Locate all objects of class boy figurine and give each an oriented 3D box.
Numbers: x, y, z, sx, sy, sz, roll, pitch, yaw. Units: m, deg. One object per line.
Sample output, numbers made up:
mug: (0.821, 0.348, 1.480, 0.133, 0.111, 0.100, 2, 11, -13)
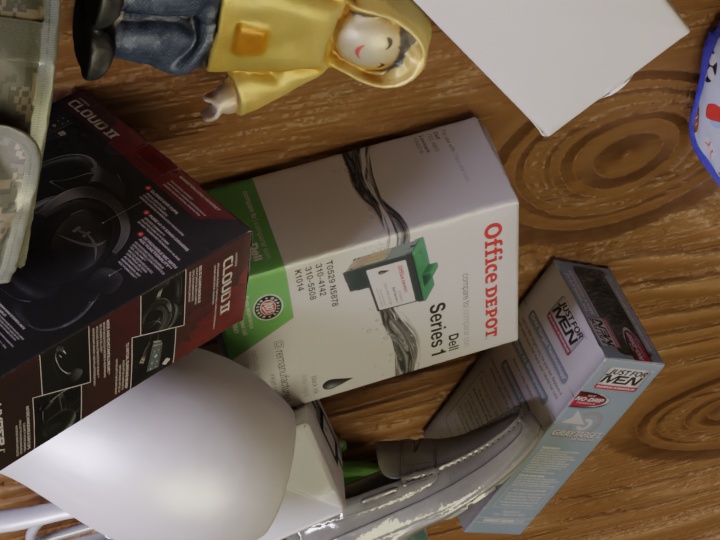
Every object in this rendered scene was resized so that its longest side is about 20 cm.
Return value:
boy figurine: (-0.056, -0.131, 0.848, 0.199, 0.065, 0.125, 4, 131, -24)

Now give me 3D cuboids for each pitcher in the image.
pitcher: (-0.153, 0.113, 0.921, 0.199, 0.121, 0.172, 15, 133, -14)

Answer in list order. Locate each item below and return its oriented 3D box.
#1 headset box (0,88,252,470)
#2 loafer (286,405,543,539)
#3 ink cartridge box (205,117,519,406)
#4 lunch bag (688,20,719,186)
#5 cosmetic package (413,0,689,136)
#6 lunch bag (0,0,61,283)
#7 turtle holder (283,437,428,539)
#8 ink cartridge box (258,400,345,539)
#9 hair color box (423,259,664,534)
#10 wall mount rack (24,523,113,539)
headset box: (-0.166, -0.004, 0.828, 0.200, 0.149, 0.077, -33, 149, -35)
loafer: (0.035, 0.148, 1.092, 0.200, 0.070, 0.070, -31, -177, -1)
ink cartridge box: (0.000, 0.000, 1.000, 0.199, 0.084, 0.146, -16, 140, -7)
lunch bag: (0.306, -0.065, 1.008, 0.124, 0.170, 0.200, -36, 140, 8)
cosmetic package: (0.083, -0.175, 0.847, 0.107, 0.085, 0.200, -35, 139, 15)
lunch bag: (-0.230, -0.089, 0.707, 0.164, 0.118, 0.201, 3, 94, -27)
turtle holder: (-0.022, 0.214, 1.184, 0.141, 0.132, 0.186, -28, 142, 6)
ink cartridge box: (-0.076, 0.133, 1.077, 0.116, 0.200, 0.068, -23, 98, 1)
hair color box: (0.132, 0.098, 1.157, 0.060, 0.099, 0.200, 8, 131, -32)
wall mount rack: (-0.245, 0.212, 1.134, 0.173, 0.075, 0.200, -12, 139, -18)
